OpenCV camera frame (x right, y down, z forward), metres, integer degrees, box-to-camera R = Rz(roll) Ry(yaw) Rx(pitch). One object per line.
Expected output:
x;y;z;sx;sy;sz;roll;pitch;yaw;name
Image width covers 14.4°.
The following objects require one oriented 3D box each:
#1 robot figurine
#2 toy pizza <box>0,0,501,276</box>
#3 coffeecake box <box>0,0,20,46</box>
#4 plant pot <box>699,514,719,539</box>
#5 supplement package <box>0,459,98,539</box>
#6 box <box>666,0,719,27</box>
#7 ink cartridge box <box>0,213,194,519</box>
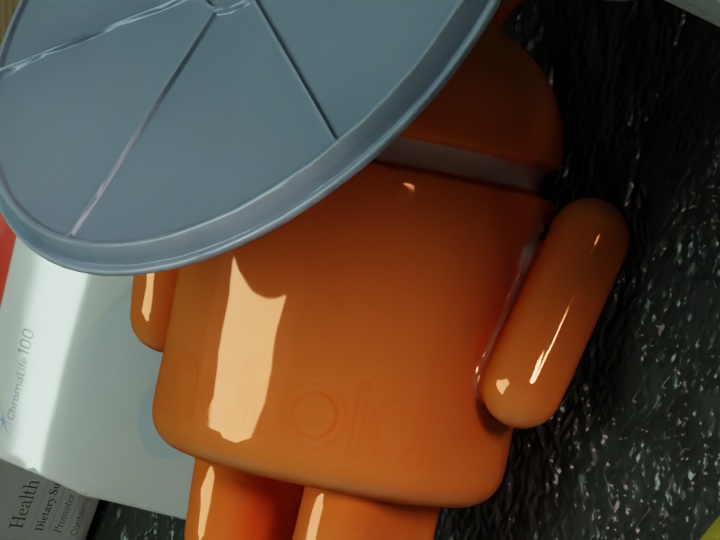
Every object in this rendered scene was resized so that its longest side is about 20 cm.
0.002;0.000;0.887;0.144;0.116;0.201;-169;89;-67;robot figurine
-0.027;-0.078;0.837;0.199;0.032;0.201;-24;43;25;toy pizza
-0.085;-0.150;1.010;0.201;0.152;0.073;-96;8;-52;coffeecake box
0.131;0.149;0.507;0.176;0.199;0.201;139;135;-67;plant pot
-0.196;-0.009;1.189;0.147;0.199;0.192;56;131;55;supplement package
0.091;-0.163;0.646;0.200;0.130;0.200;33;101;41;box
-0.104;-0.006;1.007;0.047;0.199;0.161;-106;30;-78;ink cartridge box
